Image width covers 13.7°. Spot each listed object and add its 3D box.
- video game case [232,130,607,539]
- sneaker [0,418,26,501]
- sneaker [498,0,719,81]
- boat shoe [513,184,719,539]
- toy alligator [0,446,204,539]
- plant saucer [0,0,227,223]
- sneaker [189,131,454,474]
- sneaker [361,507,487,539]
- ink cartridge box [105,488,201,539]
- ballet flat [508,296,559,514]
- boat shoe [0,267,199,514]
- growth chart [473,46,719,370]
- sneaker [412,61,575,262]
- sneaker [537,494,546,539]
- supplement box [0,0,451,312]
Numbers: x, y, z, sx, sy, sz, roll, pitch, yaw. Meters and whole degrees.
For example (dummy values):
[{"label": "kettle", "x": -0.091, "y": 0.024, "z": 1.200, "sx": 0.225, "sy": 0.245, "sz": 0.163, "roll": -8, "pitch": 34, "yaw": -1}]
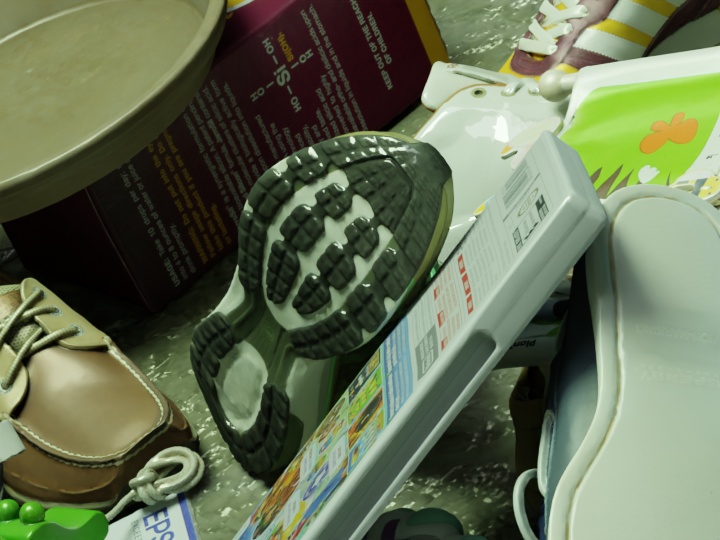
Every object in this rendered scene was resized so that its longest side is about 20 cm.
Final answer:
[{"label": "video game case", "x": 0.013, "y": 0.045, "z": 1.023, "sx": 0.200, "sy": 0.018, "sz": 0.143, "roll": -53, "pitch": 7, "yaw": 9}, {"label": "sneaker", "x": -0.210, "y": 0.106, "z": 1.206, "sx": 0.199, "sy": 0.080, "sz": 0.130, "roll": -37, "pitch": -6, "yaw": 41}, {"label": "sneaker", "x": 0.103, "y": -0.118, "z": 1.319, "sx": 0.200, "sy": 0.090, "sz": 0.075, "roll": -39, "pitch": 33, "yaw": -24}, {"label": "boat shoe", "x": 0.087, "y": 0.065, "z": 0.953, "sx": 0.075, "sy": 0.062, "sz": 0.200, "roll": 7, "pitch": 52, "yaw": -9}, {"label": "toy alligator", "x": -0.127, "y": 0.111, "z": 1.079, "sx": 0.059, "sy": 0.054, "sz": 0.200, "roll": 3, "pitch": 38, "yaw": 40}, {"label": "plant saucer", "x": -0.146, "y": -0.080, "z": 1.332, "sx": 0.200, "sy": 0.029, "sz": 0.200, "roll": -20, "pitch": 31, "yaw": 13}, {"label": "sneaker", "x": 0.000, "y": 0.000, "z": 1.153, "sx": 0.089, "sy": 0.077, "sz": 0.200, "roll": -26, "pitch": -16, "yaw": -33}, {"label": "sneaker", "x": -0.001, "y": 0.149, "z": 0.959, "sx": 0.140, "sy": 0.078, "sz": 0.200, "roll": -21, "pitch": 26, "yaw": -21}, {"label": "ink cartridge box", "x": -0.131, "y": 0.181, "z": 1.066, "sx": 0.200, "sy": 0.047, "sz": 0.198, "roll": -23, "pitch": 28, "yaw": 0}, {"label": "ballet flat", "x": 0.097, "y": 0.014, "z": 1.142, "sx": 0.069, "sy": 0.063, "sz": 0.200, "roll": -12, "pitch": 32, "yaw": 21}, {"label": "boat shoe", "x": -0.143, "y": 0.044, "z": 1.260, "sx": 0.076, "sy": 0.074, "sz": 0.200, "roll": -38, "pitch": 32, "yaw": -21}, {"label": "growth chart", "x": 0.100, "y": -0.026, "z": 1.117, "sx": 0.145, "sy": 0.018, "sz": 0.200, "roll": -12, "pitch": 33, "yaw": 28}, {"label": "sneaker", "x": 0.075, "y": -0.060, "z": 1.237, "sx": 0.200, "sy": 0.085, "sz": 0.073, "roll": -22, "pitch": -4, "yaw": 4}, {"label": "sneaker", "x": 0.128, "y": 0.062, "z": 1.031, "sx": 0.088, "sy": 0.075, "sz": 0.200, "roll": -4, "pitch": 37, "yaw": 32}, {"label": "supplement box", "x": -0.072, "y": -0.080, "z": 1.392, "sx": 0.200, "sy": 0.086, "sz": 0.110, "roll": -40, "pitch": 33, "yaw": -25}]
